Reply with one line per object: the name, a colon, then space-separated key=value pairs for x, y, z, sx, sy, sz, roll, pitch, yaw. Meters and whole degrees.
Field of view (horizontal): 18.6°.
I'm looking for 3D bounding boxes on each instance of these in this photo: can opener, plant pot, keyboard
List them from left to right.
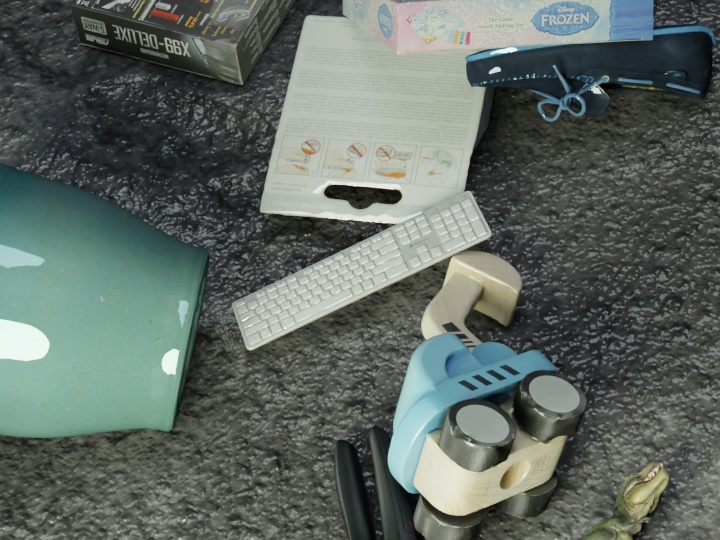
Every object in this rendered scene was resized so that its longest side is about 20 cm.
plant pot: x=-0.209 y=0.032 z=1.570 sx=0.187 sy=0.200 sz=0.200 roll=12 pitch=52 yaw=-3
keyboard: x=0.000 y=0.000 z=1.640 sx=0.200 sy=0.011 sz=0.056 roll=-26 pitch=35 yaw=2
can opener: x=0.014 y=0.183 z=1.491 sx=0.063 sy=0.079 sz=0.200 roll=-11 pitch=41 yaw=9

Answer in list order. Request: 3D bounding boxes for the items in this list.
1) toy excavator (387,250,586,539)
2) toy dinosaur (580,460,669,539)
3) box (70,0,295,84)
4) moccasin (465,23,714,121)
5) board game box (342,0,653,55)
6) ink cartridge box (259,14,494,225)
toy excavator: x=0.076 y=0.072 z=1.538 sx=0.194 sy=0.100 sz=0.200 roll=-18 pitch=50 yaw=-35
toy dinosaur: x=0.158 y=0.209 z=1.455 sx=0.088 sy=0.048 sz=0.200 roll=24 pitch=52 yaw=41
box: x=-0.129 y=-0.259 z=1.872 sx=0.157 sy=0.050 sz=0.200 roll=15 pitch=55 yaw=19
moccasin: x=0.182 y=-0.151 z=1.715 sx=0.199 sy=0.068 sz=0.080 roll=-5 pitch=8 yaw=-5
board game box: x=0.101 y=-0.209 z=1.710 sx=0.198 sy=0.044 sz=0.200 roll=-6 pitch=16 yaw=-11
ink cartridge box: x=0.018 y=-0.111 z=1.742 sx=0.160 sy=0.047 sz=0.200 roll=5 pitch=58 yaw=11
